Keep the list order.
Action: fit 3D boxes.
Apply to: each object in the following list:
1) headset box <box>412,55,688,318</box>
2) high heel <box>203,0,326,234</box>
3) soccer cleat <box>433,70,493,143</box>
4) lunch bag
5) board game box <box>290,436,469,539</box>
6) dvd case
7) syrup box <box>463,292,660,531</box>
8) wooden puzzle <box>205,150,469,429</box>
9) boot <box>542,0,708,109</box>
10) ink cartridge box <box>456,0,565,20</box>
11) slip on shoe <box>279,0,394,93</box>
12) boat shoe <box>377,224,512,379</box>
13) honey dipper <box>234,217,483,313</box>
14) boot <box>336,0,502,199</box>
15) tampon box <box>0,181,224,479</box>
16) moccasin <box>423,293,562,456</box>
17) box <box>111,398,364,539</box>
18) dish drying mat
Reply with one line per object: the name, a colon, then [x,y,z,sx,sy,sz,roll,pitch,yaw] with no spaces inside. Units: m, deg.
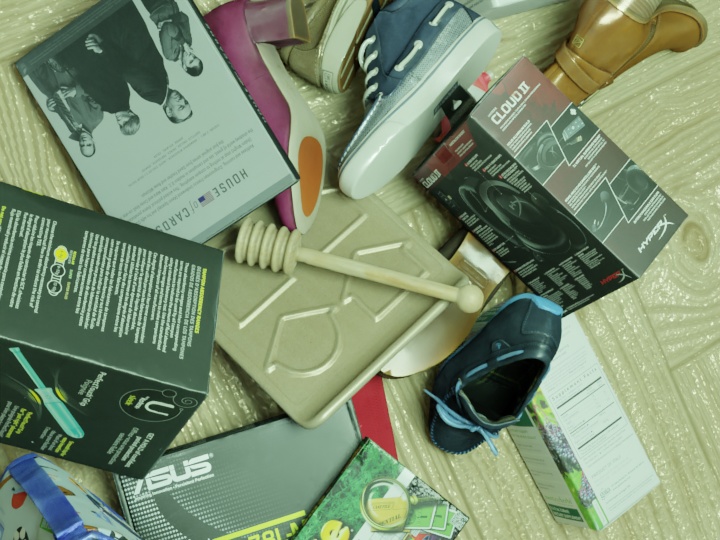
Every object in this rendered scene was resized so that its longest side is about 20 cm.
headset box: [0.140,-0.068,1.036,0.200,0.149,0.077,44,69,0]
high heel: [-0.084,-0.124,1.057,0.067,0.095,0.203,17,67,-63]
soccer cleat: [0.110,-0.110,1.147,0.076,0.067,0.201,-31,99,1]
lunch bag: [-0.192,0.242,0.906,0.123,0.170,0.202,-20,110,-24]
board game box: [-0.014,0.241,0.992,0.104,0.023,0.201,37,84,-2]
dvd case: [-0.160,-0.117,1.004,0.149,0.025,0.201,-31,92,12]
syrup box: [0.175,0.121,1.137,0.081,0.079,0.201,-31,97,-21]
wooden puzzle: [-0.041,0.012,1.045,0.185,0.046,0.200,-41,67,-20]
boot: [0.236,-0.202,1.189,0.074,0.199,0.155,45,103,28]
ink cartridge box: [0.134,-0.339,1.159,0.143,0.084,0.202,-18,93,-23]
slip on shoe: [-0.002,-0.245,1.110,0.060,0.076,0.202,22,73,15]
boat shoe: [0.074,0.022,1.109,0.200,0.070,0.070,-43,91,-22]
honey dipper: [0.000,0.000,1.008,0.198,0.038,0.038,15,79,5]
boot: [0.025,-0.153,1.073,0.090,0.073,0.200,36,69,15]
tampon box: [-0.219,0.044,0.929,0.198,0.150,0.127,18,51,-20]
moccasin: [0.100,0.098,1.048,0.080,0.201,0.069,17,48,-5]
box: [-0.076,0.220,1.017,0.198,0.048,0.196,-15,92,-7]
dish drying mat: [-0.011,0.125,1.095,0.076,0.018,0.203,-11,89,-21]
